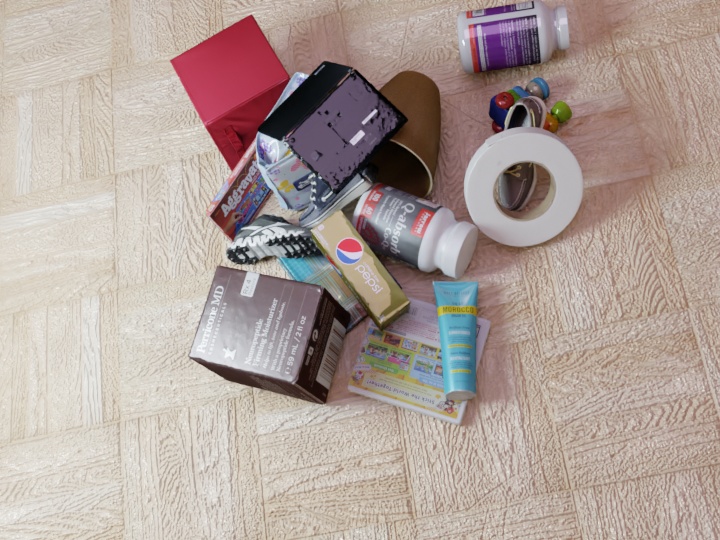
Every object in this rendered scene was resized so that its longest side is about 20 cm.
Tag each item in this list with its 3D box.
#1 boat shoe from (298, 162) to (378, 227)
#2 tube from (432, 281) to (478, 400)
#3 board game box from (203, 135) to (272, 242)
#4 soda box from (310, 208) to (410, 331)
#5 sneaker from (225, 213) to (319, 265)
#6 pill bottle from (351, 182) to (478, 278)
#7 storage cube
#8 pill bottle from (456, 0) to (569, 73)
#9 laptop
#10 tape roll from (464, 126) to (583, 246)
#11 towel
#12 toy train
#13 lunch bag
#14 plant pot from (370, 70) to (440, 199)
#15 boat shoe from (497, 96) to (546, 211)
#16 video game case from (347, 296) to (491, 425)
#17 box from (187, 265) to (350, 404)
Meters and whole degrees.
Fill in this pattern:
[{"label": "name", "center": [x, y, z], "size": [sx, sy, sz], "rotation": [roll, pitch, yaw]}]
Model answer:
[{"label": "boat shoe", "center": [-0.063, -0.148, 1.725], "size": [0.199, 0.093, 0.075], "rotation": [-37, 22, 33]}, {"label": "tube", "center": [0.160, 0.111, 1.619], "size": [0.076, 0.051, 0.202], "rotation": [3, 64, -6]}, {"label": "board game box", "center": [-0.201, -0.157, 1.806], "size": [0.019, 0.103, 0.201], "rotation": [23, 74, 35]}, {"label": "soda box", "center": [0.000, 0.000, 1.648], "size": [0.064, 0.068, 0.201], "rotation": [-36, 80, -8]}, {"label": "sneaker", "center": [-0.148, -0.067, 1.762], "size": [0.198, 0.067, 0.091], "rotation": [-8, 51, 30]}, {"label": "pill bottle", "center": [0.094, -0.067, 1.693], "size": [0.198, 0.116, 0.117], "rotation": [22, 74, 20]}, {"label": "storage cube", "center": [-0.222, -0.329, 1.847], "size": [0.179, 0.171, 0.201], "rotation": [-30, 64, -3]}, {"label": "pill bottle", "center": [0.279, -0.430, 1.806], "size": [0.197, 0.113, 0.114], "rotation": [-6, 66, 10]}, {"label": "laptop", "center": [-0.051, -0.246, 1.664], "size": [0.200, 0.103, 0.177], "rotation": [43, 83, 6]}, {"label": "tape roll", "center": [0.272, -0.139, 1.650], "size": [0.200, 0.205, 0.037], "rotation": [-14, 24, 6]}, {"label": "towel", "center": [-0.040, 0.004, 1.747], "size": [0.146, 0.022, 0.200], "rotation": [-38, 65, -4]}, {"label": "toy train", "center": [0.331, -0.255, 1.744], "size": [0.115, 0.085, 0.200], "rotation": [-35, 64, -18]}, {"label": "lunch bag", "center": [-0.097, -0.219, 1.772], "size": [0.126, 0.170, 0.201], "rotation": [25, 73, 26]}, {"label": "plant pot", "center": [0.071, -0.252, 1.756], "size": [0.184, 0.187, 0.201], "rotation": [13, 60, 18]}, {"label": "boat shoe", "center": [0.267, -0.195, 1.683], "size": [0.071, 0.059, 0.202], "rotation": [22, 113, 29]}, {"label": "video game case", "center": [0.099, 0.143, 1.647], "size": [0.198, 0.023, 0.184], "rotation": [16, 72, 13]}, {"label": "box", "center": [-0.146, 0.109, 1.637], "size": [0.198, 0.164, 0.168], "rotation": [11, 75, 20]}]
